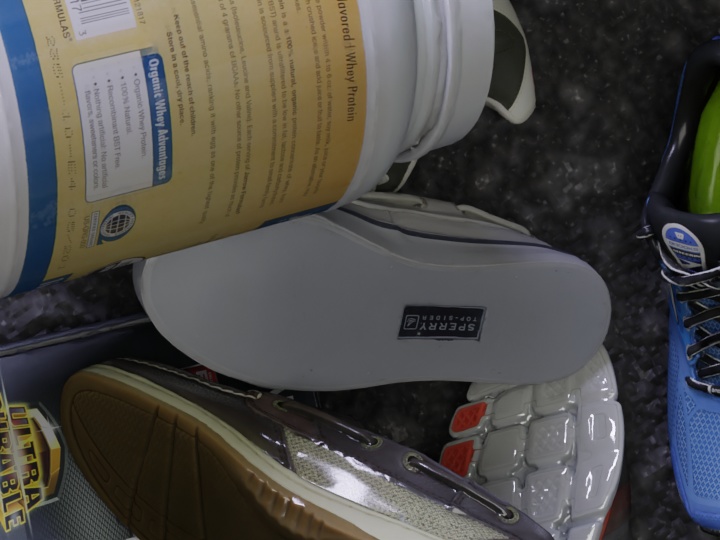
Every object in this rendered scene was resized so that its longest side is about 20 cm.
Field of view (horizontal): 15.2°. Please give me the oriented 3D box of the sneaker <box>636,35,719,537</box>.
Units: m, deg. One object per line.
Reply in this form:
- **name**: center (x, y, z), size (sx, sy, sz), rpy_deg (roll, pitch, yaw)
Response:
- **sneaker**: center (0.139, 0.003, 1.050), size (0.078, 0.089, 0.202), rpy_deg (1, 89, 37)

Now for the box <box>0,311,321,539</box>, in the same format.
- **box**: center (-0.080, 0.119, 1.035), size (0.158, 0.046, 0.201), rpy_deg (-12, 70, -3)

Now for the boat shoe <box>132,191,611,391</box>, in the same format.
- **boat shoe**: center (0.000, 0.000, 1.032), size (0.199, 0.066, 0.072), rpy_deg (1, 113, -27)

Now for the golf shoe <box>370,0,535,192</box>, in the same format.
- **golf shoe**: center (-0.025, -0.056, 1.051), size (0.199, 0.077, 0.088), rpy_deg (-29, 103, -1)

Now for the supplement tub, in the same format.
- **supplement tub**: center (-0.070, -0.079, 0.920), size (0.199, 0.144, 0.146), rpy_deg (-15, 96, -24)

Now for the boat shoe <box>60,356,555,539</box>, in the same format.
- **boat shoe**: center (-0.019, 0.084, 0.990), size (0.199, 0.065, 0.074), rpy_deg (28, 131, 21)

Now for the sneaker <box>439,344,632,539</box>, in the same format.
- **sneaker**: center (0.078, 0.124, 1.082), size (0.077, 0.082, 0.201), rpy_deg (-3, 74, 22)
